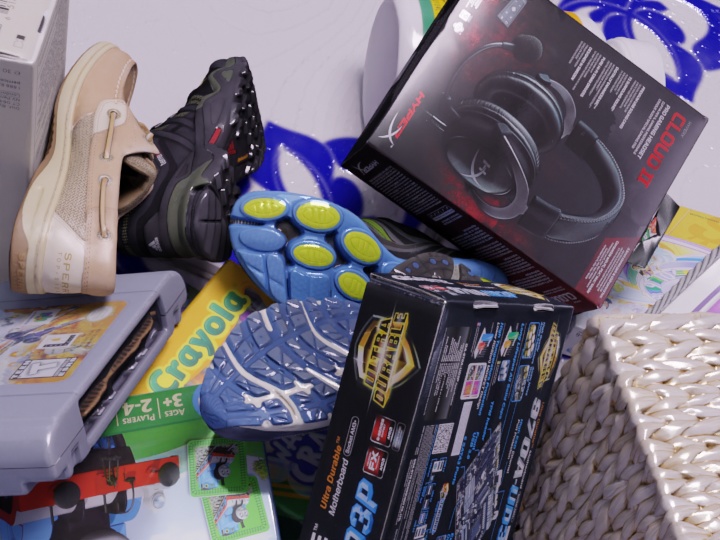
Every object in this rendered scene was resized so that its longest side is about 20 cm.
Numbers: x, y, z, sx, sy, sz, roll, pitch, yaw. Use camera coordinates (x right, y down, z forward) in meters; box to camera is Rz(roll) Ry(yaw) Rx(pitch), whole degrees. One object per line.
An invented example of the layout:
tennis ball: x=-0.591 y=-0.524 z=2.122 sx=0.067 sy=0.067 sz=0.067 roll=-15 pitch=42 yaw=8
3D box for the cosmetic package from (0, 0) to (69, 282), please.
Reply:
cosmetic package: x=-0.215 y=-0.092 z=0.772 sx=0.073 sy=0.200 sz=0.104 roll=12 pitch=51 yaw=-8

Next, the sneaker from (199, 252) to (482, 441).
sneaker: x=-0.006 y=0.061 z=0.720 sx=0.199 sy=0.085 sz=0.077 roll=-17 pitch=53 yaw=-41

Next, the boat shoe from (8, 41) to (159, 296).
boat shoe: x=-0.151 y=-0.059 z=0.781 sx=0.064 sy=0.072 sz=0.201 roll=9 pitch=47 yaw=-3

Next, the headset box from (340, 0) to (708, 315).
headset box: x=0.113 y=-0.076 z=0.851 sx=0.200 sy=0.077 sz=0.149 roll=35 pitch=77 yaw=-7

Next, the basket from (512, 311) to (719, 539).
basket: x=0.204 y=0.134 z=0.730 sx=0.199 sy=0.199 sz=0.162 roll=-1 pitch=52 yaw=-16

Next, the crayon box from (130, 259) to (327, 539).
crayon box: x=-0.059 y=0.080 z=0.785 sx=0.199 sy=0.052 sz=0.126 roll=31 pitch=52 yaw=8

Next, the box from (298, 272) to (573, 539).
box: x=0.035 y=0.105 z=0.670 sx=0.046 sy=0.201 sz=0.159 roll=18 pitch=7 yaw=30

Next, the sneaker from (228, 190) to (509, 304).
sneaker: x=0.000 y=0.000 z=0.829 sx=0.199 sy=0.071 sz=0.083 roll=16 pitch=4 yaw=-33

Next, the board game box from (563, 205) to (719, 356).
board game box: x=0.242 y=0.022 z=0.927 sx=0.199 sy=0.034 sz=0.135 roll=16 pitch=52 yaw=-5

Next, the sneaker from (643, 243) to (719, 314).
sneaker: x=0.215 y=0.070 z=0.834 sx=0.200 sy=0.073 sz=0.115 roll=-38 pitch=89 yaw=-12

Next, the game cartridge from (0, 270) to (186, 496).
game cartridge: x=-0.184 y=0.054 z=0.706 sx=0.132 sy=0.042 sz=0.200 roll=-1 pitch=24 yaw=11

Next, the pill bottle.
pill bottle: x=0.109 y=-0.133 z=0.953 sx=0.199 sy=0.113 sz=0.113 roll=5 pitch=53 yaw=-14

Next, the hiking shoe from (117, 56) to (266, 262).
hiking shoe: x=-0.121 y=-0.079 z=0.866 sx=0.100 sy=0.076 sz=0.200 roll=-3 pitch=35 yaw=9

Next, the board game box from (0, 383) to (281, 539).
board game box: x=-0.112 y=0.164 z=0.680 sx=0.150 sy=0.037 sz=0.201 roll=-9 pitch=67 yaw=-7
